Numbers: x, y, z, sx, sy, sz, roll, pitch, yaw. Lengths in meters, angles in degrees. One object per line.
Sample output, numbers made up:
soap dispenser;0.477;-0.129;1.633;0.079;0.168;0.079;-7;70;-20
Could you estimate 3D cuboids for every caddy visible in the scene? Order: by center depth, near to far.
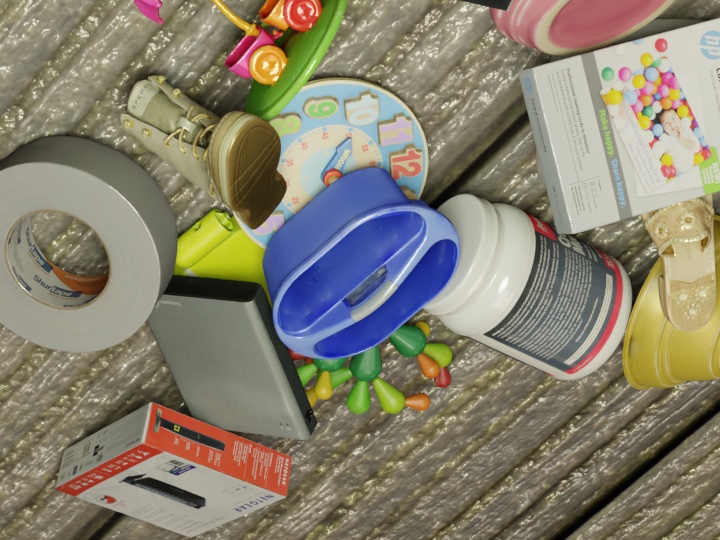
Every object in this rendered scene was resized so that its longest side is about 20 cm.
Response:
caddy;0.000;0.000;1.636;0.200;0.105;0.141;-41;133;15

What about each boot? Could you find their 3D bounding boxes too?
boot;-0.145;-0.120;1.520;0.072;0.155;0.200;-50;168;-10

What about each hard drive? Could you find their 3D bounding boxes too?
hard drive;-0.135;0.086;1.724;0.139;0.033;0.200;5;135;27

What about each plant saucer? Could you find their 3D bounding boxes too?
plant saucer;0.214;-0.253;1.511;0.200;0.051;0.201;-20;160;-8

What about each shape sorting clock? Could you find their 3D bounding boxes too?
shape sorting clock;-0.030;-0.093;1.646;0.200;0.039;0.200;-10;123;-16

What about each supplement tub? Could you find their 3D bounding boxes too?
supplement tub;0.162;0.017;1.732;0.200;0.140;0.140;25;122;-28

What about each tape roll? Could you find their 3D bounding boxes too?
tape roll;-0.276;-0.024;1.621;0.200;0.066;0.200;5;119;10

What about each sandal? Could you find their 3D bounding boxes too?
sandal;0.314;-0.032;1.628;0.078;0.070;0.212;-16;113;-7

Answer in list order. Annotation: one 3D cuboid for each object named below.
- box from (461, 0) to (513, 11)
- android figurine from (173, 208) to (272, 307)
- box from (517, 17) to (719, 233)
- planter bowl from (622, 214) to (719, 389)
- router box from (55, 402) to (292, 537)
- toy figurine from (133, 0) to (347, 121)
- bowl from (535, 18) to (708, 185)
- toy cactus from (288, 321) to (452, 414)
box;0.034;-0.303;1.435;0.200;0.141;0.079;10;130;-18
android figurine;-0.117;0.010;1.743;0.200;0.041;0.182;-35;128;17
box;0.258;-0.133;1.563;0.200;0.041;0.156;-16;97;-16
planter bowl;0.361;0.049;1.763;0.200;0.083;0.201;-33;137;-37
router box;-0.203;0.219;1.849;0.179;0.049;0.200;25;147;-27
toy figurine;-0.112;-0.258;1.472;0.184;0.150;0.200;32;98;-21
bowl;0.279;-0.143;1.663;0.200;0.075;0.200;-3;129;-9
toy cactus;0.011;0.076;1.791;0.200;0.102;0.165;-1;126;-15
